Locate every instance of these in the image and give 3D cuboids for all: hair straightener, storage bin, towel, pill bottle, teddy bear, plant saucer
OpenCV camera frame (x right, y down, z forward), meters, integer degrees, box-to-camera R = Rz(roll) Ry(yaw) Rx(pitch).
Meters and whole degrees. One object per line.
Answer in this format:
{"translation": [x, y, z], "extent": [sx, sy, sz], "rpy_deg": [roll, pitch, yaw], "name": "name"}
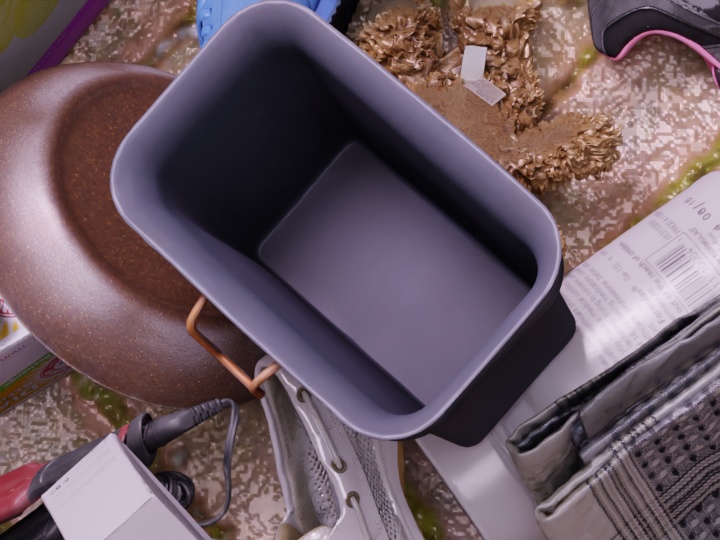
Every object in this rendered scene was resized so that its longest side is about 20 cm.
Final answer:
{"translation": [-0.127, 0.115, 1.292], "extent": [0.200, 0.041, 0.077], "rpy_deg": [-30, 117, 29], "name": "hair straightener"}
{"translation": [0.000, 0.000, 1.198], "extent": [0.200, 0.134, 0.146], "rpy_deg": [41, 90, 24], "name": "storage bin"}
{"translation": [0.178, 0.090, 1.234], "extent": [0.192, 0.200, 0.035], "rpy_deg": [-34, 43, -2], "name": "towel"}
{"translation": [0.127, 0.052, 1.279], "extent": [0.200, 0.114, 0.114], "rpy_deg": [-35, 77, -2], "name": "pill bottle"}
{"translation": [0.054, -0.062, 1.333], "extent": [0.145, 0.067, 0.200], "rpy_deg": [-22, 61, -9], "name": "teddy bear"}
{"translation": [-0.096, -0.027, 1.295], "extent": [0.200, 0.037, 0.201], "rpy_deg": [19, 50, -24], "name": "plant saucer"}

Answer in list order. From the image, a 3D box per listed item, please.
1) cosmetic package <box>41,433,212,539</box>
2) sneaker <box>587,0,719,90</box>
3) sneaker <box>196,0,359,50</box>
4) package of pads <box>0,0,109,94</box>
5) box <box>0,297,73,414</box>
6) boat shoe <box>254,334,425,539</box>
{"translation": [-0.063, 0.171, 1.237], "extent": [0.051, 0.083, 0.200], "rpy_deg": [-42, 115, -5], "name": "cosmetic package"}
{"translation": [0.207, -0.138, 1.343], "extent": [0.200, 0.079, 0.096], "rpy_deg": [3, 100, 7], "name": "sneaker"}
{"translation": [-0.059, -0.111, 1.322], "extent": [0.078, 0.066, 0.200], "rpy_deg": [21, 46, 4], "name": "sneaker"}
{"translation": [-0.184, -0.149, 1.334], "extent": [0.068, 0.155, 0.200], "rpy_deg": [36, 84, 12], "name": "package of pads"}
{"translation": [-0.230, 0.028, 1.328], "extent": [0.200, 0.101, 0.113], "rpy_deg": [-32, 77, -1], "name": "box"}
{"translation": [-0.012, 0.131, 1.279], "extent": [0.069, 0.071, 0.200], "rpy_deg": [-14, 89, -35], "name": "boat shoe"}
